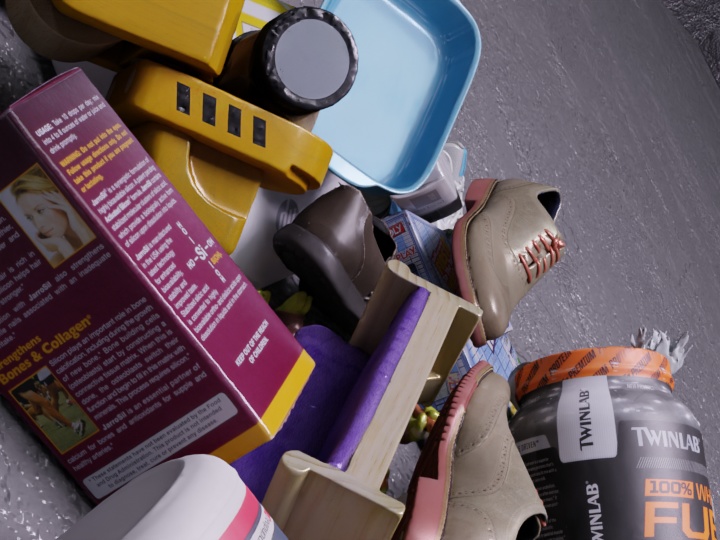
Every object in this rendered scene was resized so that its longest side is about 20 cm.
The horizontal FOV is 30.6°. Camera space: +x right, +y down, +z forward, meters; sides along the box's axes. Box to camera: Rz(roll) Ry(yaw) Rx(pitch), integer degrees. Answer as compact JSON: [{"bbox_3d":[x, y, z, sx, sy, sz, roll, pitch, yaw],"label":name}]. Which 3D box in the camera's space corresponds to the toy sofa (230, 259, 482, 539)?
[{"bbox_3d":[-0.009,0.077,0.717,0.097,0.083,0.200,27,35,2],"label":"toy sofa"}]

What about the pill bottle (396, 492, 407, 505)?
[{"bbox_3d":[0.025,0.205,0.729,0.111,0.111,0.200,54,25,-8],"label":"pill bottle"}]

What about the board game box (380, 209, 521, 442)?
[{"bbox_3d":[0.070,0.036,1.048,0.200,0.062,0.200,63,23,-9],"label":"board game box"}]

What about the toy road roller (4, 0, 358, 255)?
[{"bbox_3d":[-0.109,-0.093,0.729,0.200,0.146,0.123,22,-7,-20],"label":"toy road roller"}]

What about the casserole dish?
[{"bbox_3d":[0.011,-0.134,0.902,0.121,0.039,0.200,35,57,-18],"label":"casserole dish"}]

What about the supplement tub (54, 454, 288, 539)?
[{"bbox_3d":[-0.058,0.192,0.553,0.200,0.140,0.140,53,24,-8],"label":"supplement tub"}]

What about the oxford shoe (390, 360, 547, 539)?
[{"bbox_3d":[0.065,0.123,0.721,0.075,0.071,0.200,22,34,3],"label":"oxford shoe"}]

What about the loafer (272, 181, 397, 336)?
[{"bbox_3d":[0.000,0.000,0.902,0.073,0.071,0.200,39,-8,16],"label":"loafer"}]

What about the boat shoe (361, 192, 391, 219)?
[{"bbox_3d":[-0.021,-0.100,1.103,0.062,0.073,0.200,94,-17,-45],"label":"boat shoe"}]

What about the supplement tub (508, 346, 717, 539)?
[{"bbox_3d":[0.147,0.154,0.776,0.122,0.122,0.200,24,56,-51],"label":"supplement tub"}]

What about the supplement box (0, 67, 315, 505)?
[{"bbox_3d":[-0.132,0.015,0.666,0.200,0.110,0.086,52,24,-10],"label":"supplement box"}]

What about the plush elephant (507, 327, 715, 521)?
[{"bbox_3d":[0.168,0.140,0.929,0.164,0.200,0.155,24,-11,6],"label":"plush elephant"}]

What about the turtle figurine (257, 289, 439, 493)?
[{"bbox_3d":[-0.019,0.089,0.841,0.200,0.064,0.161,-6,55,-47],"label":"turtle figurine"}]

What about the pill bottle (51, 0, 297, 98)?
[{"bbox_3d":[-0.109,-0.146,0.900,0.200,0.114,0.114,7,54,-60],"label":"pill bottle"}]

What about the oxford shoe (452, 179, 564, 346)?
[{"bbox_3d":[0.113,-0.016,0.983,0.200,0.075,0.071,-73,153,-54],"label":"oxford shoe"}]

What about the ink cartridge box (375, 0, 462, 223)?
[{"bbox_3d":[0.021,-0.141,1.026,0.161,0.050,0.200,29,40,-79],"label":"ink cartridge box"}]

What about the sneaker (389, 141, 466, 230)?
[{"bbox_3d":[0.067,-0.068,1.172,0.200,0.087,0.075,60,23,3],"label":"sneaker"}]

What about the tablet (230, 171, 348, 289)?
[{"bbox_3d":[-0.055,-0.056,0.892,0.200,0.014,0.130,-24,118,-54],"label":"tablet"}]
